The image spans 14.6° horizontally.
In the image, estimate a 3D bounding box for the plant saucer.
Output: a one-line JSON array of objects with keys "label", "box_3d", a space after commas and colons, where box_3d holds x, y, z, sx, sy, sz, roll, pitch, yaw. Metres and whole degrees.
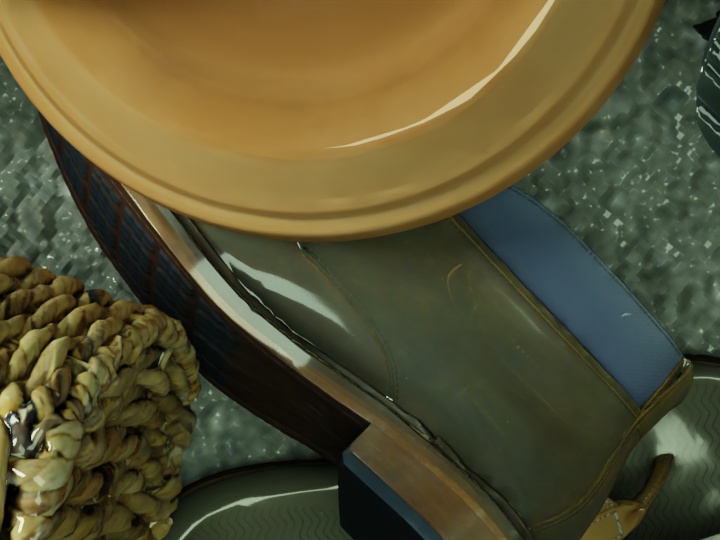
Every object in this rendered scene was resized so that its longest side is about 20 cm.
[{"label": "plant saucer", "box_3d": [-0.014, -0.107, 0.729, 0.199, 0.037, 0.201, 0, 92, 10]}]

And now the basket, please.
[{"label": "basket", "box_3d": [-0.134, 0.057, 0.729, 0.148, 0.200, 0.143, 17, 92, 7]}]

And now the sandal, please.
[{"label": "sandal", "box_3d": [0.032, 0.078, 0.818, 0.199, 0.055, 0.082, -8, 101, -1]}]

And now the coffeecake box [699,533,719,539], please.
[{"label": "coffeecake box", "box_3d": [0.068, 0.169, 0.805, 0.199, 0.073, 0.154, -18, 123, 0]}]

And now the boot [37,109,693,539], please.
[{"label": "boot", "box_3d": [0.000, 0.000, 0.793, 0.097, 0.075, 0.200, -39, 78, -17]}]

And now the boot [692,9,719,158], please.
[{"label": "boot", "box_3d": [0.151, -0.117, 0.714, 0.073, 0.163, 0.199, 32, 117, 0]}]
